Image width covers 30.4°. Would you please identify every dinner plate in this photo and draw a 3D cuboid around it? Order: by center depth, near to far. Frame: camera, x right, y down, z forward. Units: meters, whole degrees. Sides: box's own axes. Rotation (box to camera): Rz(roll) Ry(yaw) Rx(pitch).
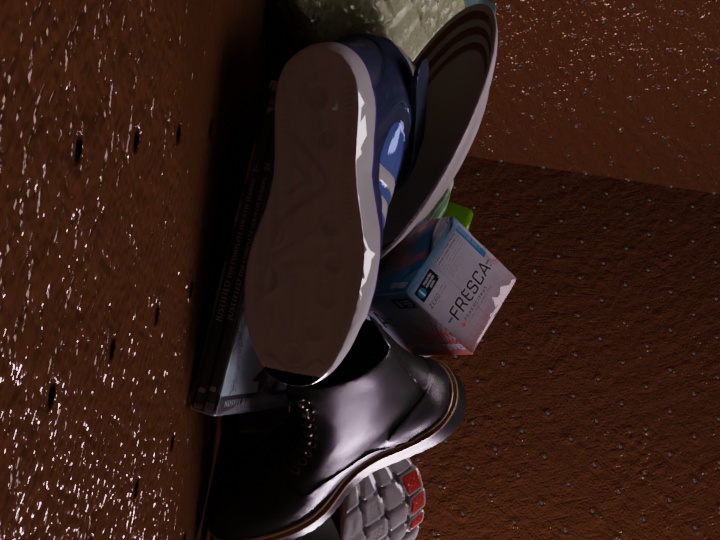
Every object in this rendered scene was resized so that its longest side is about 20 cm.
[{"bbox_3d":[0.039,-0.083,0.880,0.201,0.024,0.201,-54,-163,25],"label":"dinner plate"}]

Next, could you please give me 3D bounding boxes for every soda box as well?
[{"bbox_3d":[0.017,0.015,0.924,0.064,0.068,0.199,-57,-157,-21],"label":"soda box"}]

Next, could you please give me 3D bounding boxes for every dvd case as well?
[{"bbox_3d":[-0.051,-0.009,0.853,0.146,0.022,0.203,14,91,-75],"label":"dvd case"}]

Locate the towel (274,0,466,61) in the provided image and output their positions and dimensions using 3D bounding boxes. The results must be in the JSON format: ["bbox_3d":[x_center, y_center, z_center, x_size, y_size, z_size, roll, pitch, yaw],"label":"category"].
[{"bbox_3d":[0.012,-0.187,0.946,0.149,0.036,0.200,-54,148,-13],"label":"towel"}]

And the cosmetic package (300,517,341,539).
[{"bbox_3d":[-0.064,0.258,1.055,0.200,0.105,0.091,-63,161,-76],"label":"cosmetic package"}]

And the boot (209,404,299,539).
[{"bbox_3d":[-0.076,0.175,1.035,0.200,0.063,0.189,105,-7,-76],"label":"boot"}]

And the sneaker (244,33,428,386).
[{"bbox_3d":[-0.003,-0.041,0.805,0.146,0.080,0.203,-20,117,-67],"label":"sneaker"}]

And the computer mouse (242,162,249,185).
[{"bbox_3d":[-0.053,-0.074,0.949,0.201,0.045,0.142,-68,166,-50],"label":"computer mouse"}]

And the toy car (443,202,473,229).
[{"bbox_3d":[0.004,0.018,1.321,0.158,0.162,0.202,82,26,-80],"label":"toy car"}]

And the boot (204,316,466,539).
[{"bbox_3d":[-0.041,0.101,0.857,0.078,0.199,0.138,58,8,31],"label":"boot"}]

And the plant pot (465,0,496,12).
[{"bbox_3d":[0.053,-0.211,1.266,0.200,0.132,0.203,-165,-90,-90],"label":"plant pot"}]

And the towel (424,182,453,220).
[{"bbox_3d":[0.000,0.000,1.120,0.152,0.023,0.201,-26,-156,42],"label":"towel"}]

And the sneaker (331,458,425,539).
[{"bbox_3d":[-0.006,0.144,1.039,0.082,0.076,0.202,38,-33,54],"label":"sneaker"}]
